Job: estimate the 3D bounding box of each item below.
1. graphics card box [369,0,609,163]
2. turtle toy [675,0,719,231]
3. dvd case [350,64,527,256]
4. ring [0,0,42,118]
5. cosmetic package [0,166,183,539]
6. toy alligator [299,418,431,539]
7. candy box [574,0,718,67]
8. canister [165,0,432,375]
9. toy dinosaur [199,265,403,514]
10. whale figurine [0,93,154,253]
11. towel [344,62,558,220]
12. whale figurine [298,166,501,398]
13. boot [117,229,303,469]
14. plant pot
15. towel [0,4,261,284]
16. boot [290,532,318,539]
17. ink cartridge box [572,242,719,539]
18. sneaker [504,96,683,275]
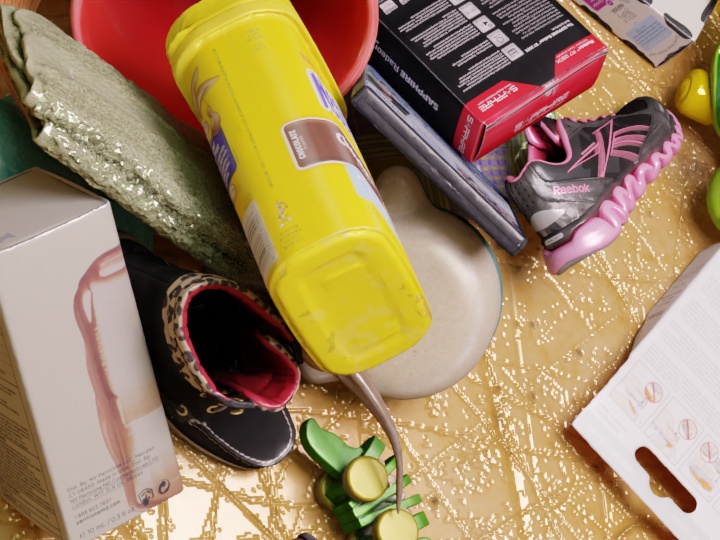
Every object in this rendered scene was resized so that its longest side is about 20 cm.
[{"bbox_3d":[0.062,-0.179,1.494,0.125,0.051,0.200,-33,68,-27],"label":"graphics card box"},{"bbox_3d":[0.314,-0.116,1.560,0.145,0.101,0.201,21,99,-12],"label":"turtle toy"},{"bbox_3d":[0.049,-0.077,1.402,0.143,0.200,0.018,44,97,-6],"label":"dvd case"},{"bbox_3d":[-0.168,-0.126,1.388,0.200,0.019,0.201,34,38,-32],"label":"ring"},{"bbox_3d":[-0.185,0.052,1.278,0.087,0.103,0.201,-26,120,-27],"label":"cosmetic package"},{"bbox_3d":[0.027,0.179,1.405,0.054,0.059,0.201,-29,87,-28],"label":"toy alligator"},{"bbox_3d":[0.193,-0.272,1.611,0.200,0.061,0.137,37,64,-9],"label":"candy box"},{"bbox_3d":[-0.036,-0.053,1.267,0.086,0.149,0.201,-26,55,3],"label":"canister"},{"bbox_3d":[-0.017,0.050,1.352,0.060,0.106,0.200,-39,77,-22],"label":"toy dinosaur"},{"bbox_3d":[-0.214,-0.045,1.343,0.199,0.104,0.160,14,69,-20],"label":"whale figurine"},{"bbox_3d":[0.060,-0.105,1.525,0.199,0.023,0.145,-4,76,-24],"label":"towel"},{"bbox_3d":[0.000,0.000,1.425,0.199,0.104,0.160,25,104,7],"label":"whale figurine"},{"bbox_3d":[-0.085,0.062,1.318,0.073,0.150,0.200,-43,116,-17],"label":"boot"},{"bbox_3d":[-0.094,-0.214,1.386,0.199,0.201,0.178,12,40,-20],"label":"plant pot"},{"bbox_3d":[-0.140,-0.079,1.284,0.036,0.149,0.200,-43,126,12],"label":"towel"},{"bbox_3d":[-0.089,0.277,1.339,0.199,0.068,0.190,-11,87,-18],"label":"boot"},{"bbox_3d":[0.258,0.101,1.542,0.160,0.047,0.200,46,68,-5],"label":"ink cartridge box"},{"bbox_3d":[0.162,-0.084,1.509,0.095,0.079,0.200,47,40,-6],"label":"sneaker"}]
